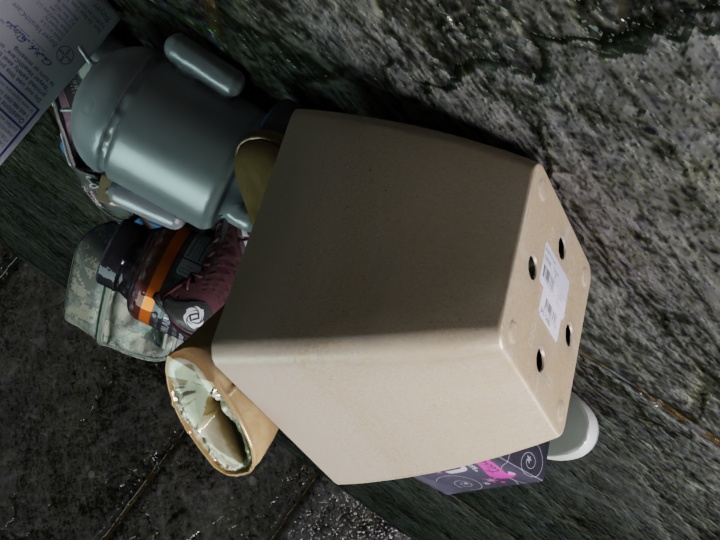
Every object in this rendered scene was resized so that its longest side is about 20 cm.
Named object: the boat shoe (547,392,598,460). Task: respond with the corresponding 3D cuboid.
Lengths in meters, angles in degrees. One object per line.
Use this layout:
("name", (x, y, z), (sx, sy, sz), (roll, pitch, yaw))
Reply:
("boat shoe", (0.174, 0.146, 1.158), (0.071, 0.070, 0.200), (22, 172, -30))

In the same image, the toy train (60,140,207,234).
("toy train", (-0.233, -0.107, 1.263), (0.114, 0.087, 0.200), (17, 154, 31))

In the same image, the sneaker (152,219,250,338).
("sneaker", (-0.140, -0.010, 1.096), (0.076, 0.115, 0.201), (80, 179, -73))

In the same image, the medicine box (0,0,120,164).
("medicine box", (-0.336, -0.183, 1.024), (0.103, 0.200, 0.182), (46, 162, -33))

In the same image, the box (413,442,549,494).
("box", (0.060, 0.108, 1.047), (0.199, 0.115, 0.132), (30, 149, -29))

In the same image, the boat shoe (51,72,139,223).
("boat shoe", (-0.263, -0.128, 1.144), (0.057, 0.066, 0.201), (-82, -21, -63))

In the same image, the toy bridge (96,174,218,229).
("toy bridge", (-0.163, -0.059, 1.168), (0.199, 0.027, 0.067), (11, -176, -40))

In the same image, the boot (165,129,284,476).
("boot", (-0.074, 0.014, 0.830), (0.066, 0.200, 0.176), (-20, 108, 37))

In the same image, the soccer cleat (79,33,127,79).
("soccer cleat", (-0.190, -0.134, 1.091), (0.200, 0.069, 0.078), (50, 177, -32))

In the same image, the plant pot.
("plant pot", (0.047, 0.022, 0.797), (0.176, 0.201, 0.200), (0, 147, 29))

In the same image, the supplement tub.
("supplement tub", (-0.158, 0.021, 1.176), (0.199, 0.107, 0.107), (24, 165, -1))

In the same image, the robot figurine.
("robot figurine", (-0.155, -0.110, 0.980), (0.199, 0.170, 0.113), (29, -152, -1))

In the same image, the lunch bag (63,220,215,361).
("lunch bag", (-0.218, 0.021, 1.382), (0.167, 0.140, 0.200), (32, -152, 20))

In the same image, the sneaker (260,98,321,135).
("sneaker", (-0.027, -0.037, 0.942), (0.082, 0.073, 0.201), (16, 137, 29))
